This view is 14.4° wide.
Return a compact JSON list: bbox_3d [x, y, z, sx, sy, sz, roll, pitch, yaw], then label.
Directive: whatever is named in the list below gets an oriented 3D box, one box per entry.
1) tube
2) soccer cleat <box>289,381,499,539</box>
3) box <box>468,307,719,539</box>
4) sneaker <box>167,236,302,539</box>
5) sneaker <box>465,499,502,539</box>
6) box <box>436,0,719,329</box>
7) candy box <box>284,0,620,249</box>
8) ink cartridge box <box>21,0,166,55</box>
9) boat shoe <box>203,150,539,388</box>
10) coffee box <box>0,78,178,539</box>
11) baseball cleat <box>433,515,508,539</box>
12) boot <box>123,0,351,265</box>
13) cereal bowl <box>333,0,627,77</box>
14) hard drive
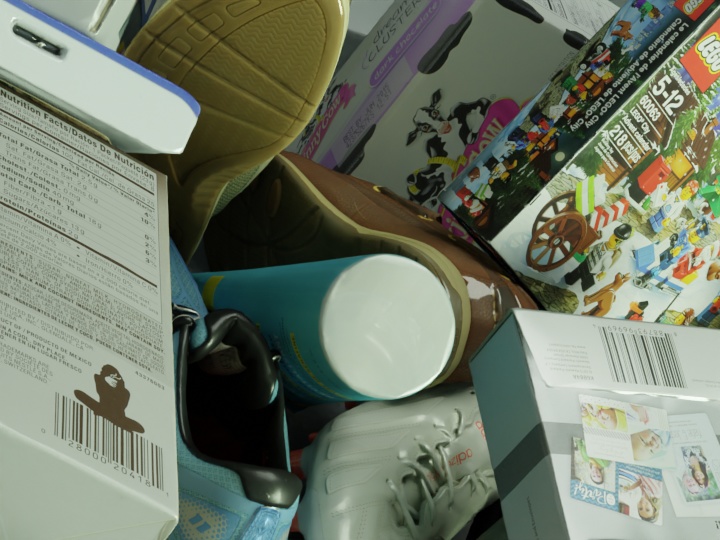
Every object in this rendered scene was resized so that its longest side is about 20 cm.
[{"bbox_3d":[-0.021,0.024,1.080,0.078,0.050,0.200,53,-16,-8],"label":"tube"},{"bbox_3d":[0.023,0.078,1.112,0.200,0.077,0.070,-58,140,-67],"label":"soccer cleat"},{"bbox_3d":[0.132,0.113,1.019,0.155,0.041,0.200,5,53,-26],"label":"box"},{"bbox_3d":[-0.059,0.041,1.046,0.078,0.090,0.200,12,35,-31],"label":"sneaker"},{"bbox_3d":[0.105,0.165,1.125,0.115,0.076,0.200,34,33,-30],"label":"sneaker"},{"bbox_3d":[0.129,-0.024,1.193,0.038,0.137,0.200,44,-1,39],"label":"box"},{"bbox_3d":[0.078,-0.040,1.298,0.200,0.168,0.072,27,26,-27],"label":"candy box"},{"bbox_3d":[-0.146,-0.136,1.094,0.145,0.088,0.200,24,-9,-1],"label":"ink cartridge box"},{"bbox_3d":[0.000,0.000,1.179,0.067,0.072,0.200,4,17,-35],"label":"boat shoe"},{"bbox_3d":[-0.122,0.042,0.937,0.080,0.114,0.200,29,26,-22],"label":"coffee box"},{"bbox_3d":[0.050,0.168,1.014,0.106,0.070,0.200,49,43,-13],"label":"baseball cleat"},{"bbox_3d":[-0.041,-0.098,1.135,0.073,0.200,0.156,30,48,-3],"label":"boot"},{"bbox_3d":[0.059,-0.093,1.418,0.199,0.084,0.200,4,19,-1],"label":"cereal bowl"},{"bbox_3d":[-0.157,-0.082,1.063,0.132,0.025,0.200,28,-9,-26],"label":"hard drive"}]
